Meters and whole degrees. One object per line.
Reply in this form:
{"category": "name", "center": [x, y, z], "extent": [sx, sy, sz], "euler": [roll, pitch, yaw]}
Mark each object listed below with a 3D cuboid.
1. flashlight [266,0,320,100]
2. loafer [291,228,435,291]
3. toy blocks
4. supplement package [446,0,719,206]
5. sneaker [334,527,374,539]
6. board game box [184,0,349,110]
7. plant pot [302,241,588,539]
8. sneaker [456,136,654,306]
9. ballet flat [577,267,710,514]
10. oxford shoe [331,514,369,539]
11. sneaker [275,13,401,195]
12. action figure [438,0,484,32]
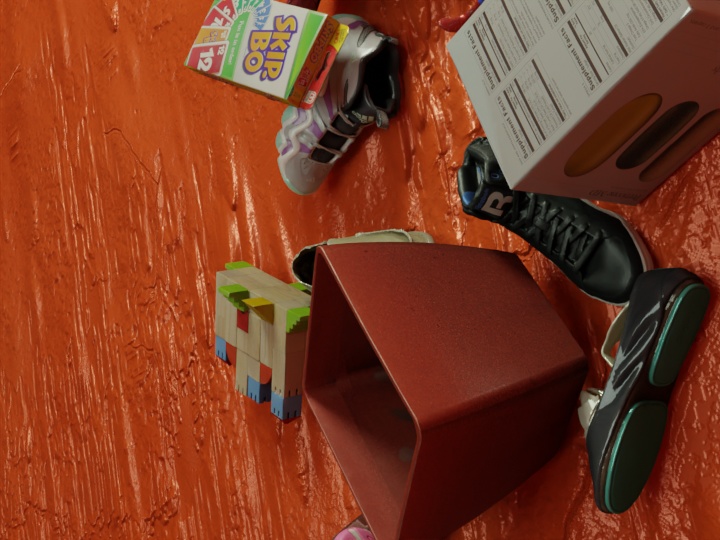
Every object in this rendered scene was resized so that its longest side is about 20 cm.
{"category": "flashlight", "center": [-0.065, -0.287, 1.351], "extent": [0.068, 0.068, 0.201], "euler": [3, 69, 49]}
{"category": "loafer", "center": [0.000, 0.000, 1.279], "extent": [0.200, 0.068, 0.076], "euler": [-12, 77, 52]}
{"category": "toy blocks", "center": [-0.104, 0.083, 1.402], "extent": [0.200, 0.100, 0.137], "euler": [25, 117, 50]}
{"category": "supplement package", "center": [0.201, -0.172, 0.965], "extent": [0.200, 0.151, 0.151], "euler": [-46, 53, 40]}
{"category": "sneaker", "center": [0.013, 0.339, 1.192], "extent": [0.087, 0.074, 0.200], "euler": [-20, 97, 56]}
{"category": "board game box", "center": [-0.100, -0.232, 1.302], "extent": [0.200, 0.030, 0.096], "euler": [25, 89, 41]}
{"category": "plant pot", "center": [0.073, 0.091, 1.056], "extent": [0.200, 0.176, 0.200], "euler": [97, 150, -47]}
{"category": "sneaker", "center": [0.148, -0.039, 1.054], "extent": [0.200, 0.112, 0.073], "euler": [52, 127, 42]}
{"category": "ballet flat", "center": [0.214, 0.090, 0.992], "extent": [0.073, 0.073, 0.201], "euler": [27, 102, 50]}
{"category": "oxford shoe", "center": [0.056, 0.241, 1.202], "extent": [0.075, 0.070, 0.200], "euler": [54, 131, 7]}
{"category": "sneaker", "center": [-0.014, -0.158, 1.306], "extent": [0.140, 0.078, 0.201], "euler": [36, 115, 49]}
{"category": "action figure", "center": [0.121, -0.293, 1.132], "extent": [0.200, 0.099, 0.065], "euler": [-32, 63, 44]}
